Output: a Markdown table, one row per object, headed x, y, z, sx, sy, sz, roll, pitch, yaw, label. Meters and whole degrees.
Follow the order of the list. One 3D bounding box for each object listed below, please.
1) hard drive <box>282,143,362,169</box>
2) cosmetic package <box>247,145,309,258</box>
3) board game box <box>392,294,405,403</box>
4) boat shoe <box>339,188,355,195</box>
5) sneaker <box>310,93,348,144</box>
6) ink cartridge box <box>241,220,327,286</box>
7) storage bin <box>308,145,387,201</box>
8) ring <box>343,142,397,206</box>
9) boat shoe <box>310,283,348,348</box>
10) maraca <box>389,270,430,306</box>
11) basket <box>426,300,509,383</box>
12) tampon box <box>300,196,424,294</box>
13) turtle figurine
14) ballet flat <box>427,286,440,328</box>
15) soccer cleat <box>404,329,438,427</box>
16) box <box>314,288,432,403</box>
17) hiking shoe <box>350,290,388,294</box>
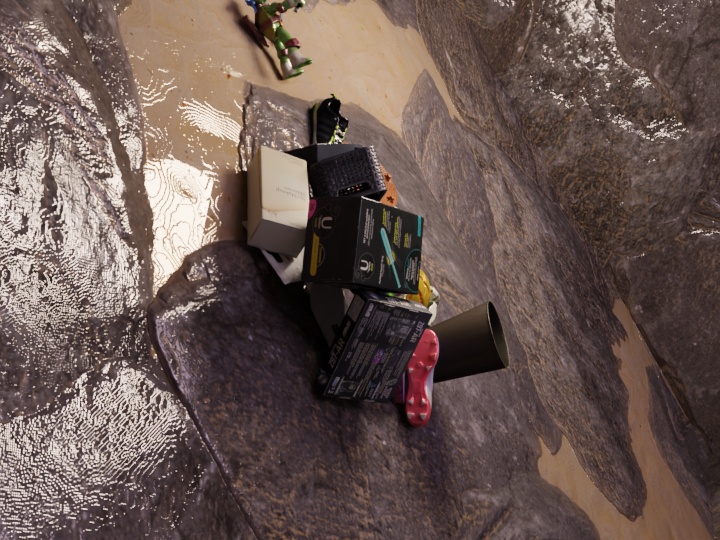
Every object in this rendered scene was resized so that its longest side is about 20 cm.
| x | y | z | sx | sy | sz | roll | pitch | yaw | label |
| --- | --- | --- | --- | --- | --- | --- | --- | --- | --- |
| -0.089 | -0.235 | 1.763 | 0.199 | 0.133 | 0.043 | -15 | 96 | -62 | hard drive |
| -0.154 | -0.130 | 1.572 | 0.102 | 0.073 | 0.202 | 15 | 43 | -25 | cosmetic package |
| 0.078 | 0.160 | 1.712 | 0.121 | 0.032 | 0.202 | -88 | 176 | -47 | board game box |
| 0.000 | -0.132 | 1.894 | 0.201 | 0.072 | 0.060 | 34 | 18 | -32 | boat shoe |
| -0.065 | -0.318 | 1.918 | 0.071 | 0.082 | 0.202 | 23 | 48 | -50 | sneaker |
| -0.116 | -0.036 | 1.602 | 0.199 | 0.050 | 0.161 | -15 | 58 | -43 | ink cartridge box |
| -0.029 | -0.176 | 1.720 | 0.200 | 0.134 | 0.095 | 134 | -61 | -84 | storage bin |
| 0.016 | -0.229 | 2.001 | 0.199 | 0.019 | 0.202 | 32 | 34 | -24 | ring |
| -0.043 | 0.105 | 1.635 | 0.070 | 0.070 | 0.202 | 69 | -2 | -73 | boat shoe |
| 0.088 | 0.047 | 1.851 | 0.199 | 0.106 | 0.139 | -12 | 77 | -61 | maraca |
| 0.209 | 0.168 | 1.839 | 0.181 | 0.198 | 0.137 | -76 | 143 | -61 | basket |
| 0.006 | -0.042 | 1.525 | 0.199 | 0.125 | 0.152 | 12 | 82 | -52 | tampon box |
| -0.154 | -0.545 | 1.894 | 0.199 | 0.143 | 0.196 | -23 | 91 | -58 | turtle figurine |
| 0.152 | 0.082 | 1.972 | 0.068 | 0.068 | 0.201 | 44 | 33 | -30 | ballet flat |
| 0.128 | 0.226 | 1.768 | 0.077 | 0.066 | 0.203 | 64 | 32 | -73 | soccer cleat |
| 0.024 | 0.142 | 1.543 | 0.159 | 0.202 | 0.044 | 13 | 19 | -37 | box |
| 0.000 | 0.000 | 1.713 | 0.200 | 0.076 | 0.100 | 46 | 12 | 30 | hiking shoe |
